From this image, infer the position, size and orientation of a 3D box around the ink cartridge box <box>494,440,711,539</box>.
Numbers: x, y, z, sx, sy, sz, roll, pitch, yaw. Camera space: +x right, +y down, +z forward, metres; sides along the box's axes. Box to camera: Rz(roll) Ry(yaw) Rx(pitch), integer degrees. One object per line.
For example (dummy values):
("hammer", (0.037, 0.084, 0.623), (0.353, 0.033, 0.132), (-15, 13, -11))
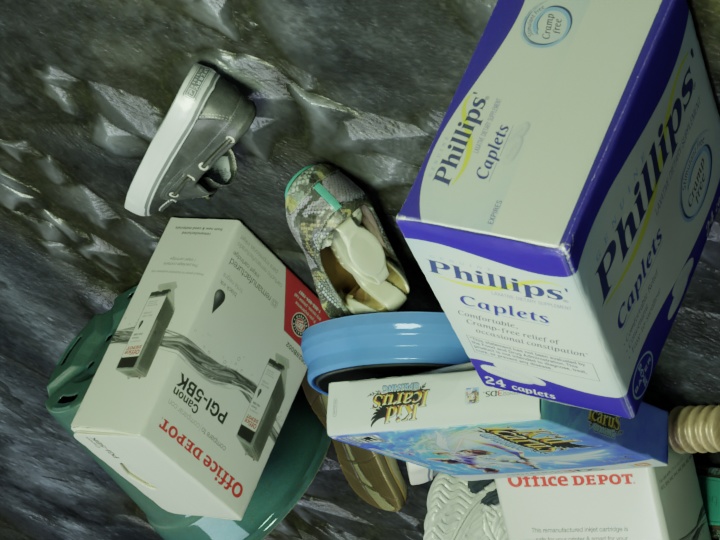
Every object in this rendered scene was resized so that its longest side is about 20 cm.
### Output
("ink cartridge box", (0.201, 0.225, 1.762), (0.145, 0.084, 0.201), (-5, 105, 34))

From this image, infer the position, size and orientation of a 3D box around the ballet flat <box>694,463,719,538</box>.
("ballet flat", (0.239, 0.184, 1.821), (0.199, 0.074, 0.074), (14, 155, 32))

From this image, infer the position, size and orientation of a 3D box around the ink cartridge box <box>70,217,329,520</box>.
("ink cartridge box", (-0.124, 0.080, 1.769), (0.083, 0.201, 0.147), (2, 150, 40))

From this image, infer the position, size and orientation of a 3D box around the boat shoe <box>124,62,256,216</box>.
("boat shoe", (-0.119, -0.083, 1.592), (0.066, 0.070, 0.200), (28, 150, -5))

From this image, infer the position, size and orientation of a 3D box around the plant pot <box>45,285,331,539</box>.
("plant pot", (-0.159, 0.126, 1.942), (0.196, 0.201, 0.200), (45, 151, -24))

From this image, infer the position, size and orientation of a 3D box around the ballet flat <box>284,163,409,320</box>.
("ballet flat", (0.000, 0.000, 1.632), (0.072, 0.072, 0.201), (12, 153, 26))

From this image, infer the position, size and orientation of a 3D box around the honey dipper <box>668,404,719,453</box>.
("honey dipper", (0.317, 0.116, 1.635), (0.199, 0.038, 0.038), (-6, 143, 43))

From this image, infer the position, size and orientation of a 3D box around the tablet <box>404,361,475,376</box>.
("tablet", (0.089, 0.092, 1.660), (0.130, 0.014, 0.200), (13, 163, -36))

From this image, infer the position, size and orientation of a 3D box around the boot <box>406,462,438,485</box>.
("boot", (0.080, 0.141, 1.871), (0.090, 0.073, 0.200), (-11, 178, 0))

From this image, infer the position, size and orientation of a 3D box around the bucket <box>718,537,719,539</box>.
("bucket", (0.357, 0.261, 1.703), (0.134, 0.208, 0.207), (17, 157, 33))

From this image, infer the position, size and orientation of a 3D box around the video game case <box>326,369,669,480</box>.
("video game case", (0.104, 0.115, 1.629), (0.181, 0.046, 0.200), (-9, 162, 33))

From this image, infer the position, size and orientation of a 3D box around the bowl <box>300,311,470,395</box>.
("bowl", (0.053, 0.073, 1.697), (0.199, 0.040, 0.201), (2, 166, 0))

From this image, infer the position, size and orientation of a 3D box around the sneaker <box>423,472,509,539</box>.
("sneaker", (0.077, 0.260, 1.828), (0.079, 0.200, 0.130), (-15, 180, -21))

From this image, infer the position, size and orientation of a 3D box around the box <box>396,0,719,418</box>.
("box", (0.126, -0.045, 1.274), (0.104, 0.185, 0.200), (13, 155, 27))

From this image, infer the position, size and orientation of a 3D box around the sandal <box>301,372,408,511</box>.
("sandal", (0.002, 0.119, 1.894), (0.080, 0.054, 0.201), (14, 135, 46))
